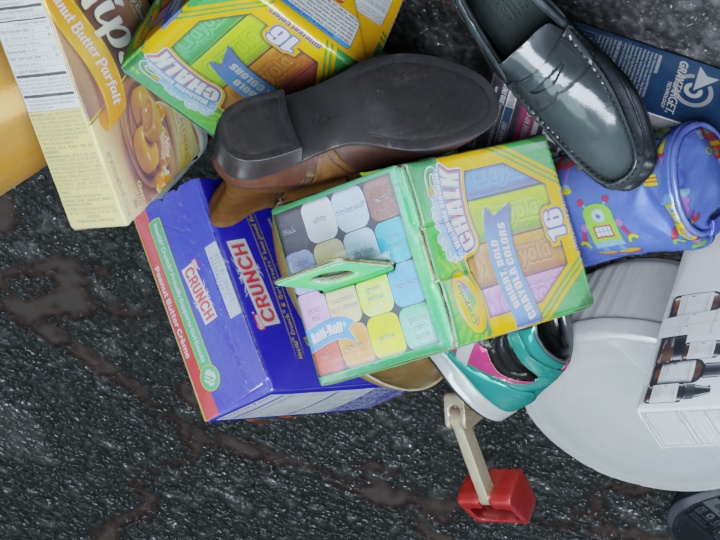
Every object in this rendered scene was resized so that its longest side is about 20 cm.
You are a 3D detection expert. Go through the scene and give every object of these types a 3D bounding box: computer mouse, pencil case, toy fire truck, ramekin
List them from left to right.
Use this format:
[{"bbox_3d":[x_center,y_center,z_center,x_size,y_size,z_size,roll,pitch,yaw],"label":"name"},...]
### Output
[{"bbox_3d":[0.096,0.093,1.827,0.049,0.141,0.200,-1,140,30],"label":"toy fire truck"},{"bbox_3d":[0.161,-0.040,1.558,0.200,0.078,0.087,-15,104,44],"label":"pencil case"},{"bbox_3d":[0.231,0.076,1.771,0.202,0.094,0.203,15,145,11],"label":"ramekin"},{"bbox_3d":[0.343,0.179,1.893,0.200,0.053,0.138,-24,127,33],"label":"computer mouse"}]

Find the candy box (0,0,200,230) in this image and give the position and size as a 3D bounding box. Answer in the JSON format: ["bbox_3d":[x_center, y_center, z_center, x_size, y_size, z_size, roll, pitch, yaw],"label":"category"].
[{"bbox_3d":[-0.190,-0.144,1.637,0.055,0.115,0.200,-4,118,29],"label":"candy box"}]

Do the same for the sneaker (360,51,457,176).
[{"bbox_3d":[0.045,-0.087,1.664,0.083,0.074,0.200,-31,139,18],"label":"sneaker"}]

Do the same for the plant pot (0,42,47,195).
[{"bbox_3d":[-0.295,-0.132,1.716,0.183,0.201,0.200,-17,131,23],"label":"plant pot"}]

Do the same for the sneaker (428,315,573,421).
[{"bbox_3d":[0.084,0.019,1.666,0.121,0.084,0.200,-31,118,34],"label":"sneaker"}]

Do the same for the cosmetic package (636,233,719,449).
[{"bbox_3d":[0.258,0.028,1.597,0.082,0.200,0.051,-5,138,33],"label":"cosmetic package"}]

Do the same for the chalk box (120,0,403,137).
[{"bbox_3d":[-0.073,-0.168,1.583,0.125,0.124,0.200,34,144,-16],"label":"chalk box"}]

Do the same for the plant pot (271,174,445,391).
[{"bbox_3d":[0.000,0.000,1.702,0.027,0.200,0.200,-29,122,34],"label":"plant pot"}]

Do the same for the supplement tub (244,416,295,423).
[{"bbox_3d":[-0.027,0.058,1.879,0.200,0.107,0.107,-19,129,44],"label":"supplement tub"}]

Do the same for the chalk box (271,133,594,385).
[{"bbox_3d":[0.034,-0.003,1.489,0.124,0.200,0.124,-17,89,43],"label":"chalk box"}]

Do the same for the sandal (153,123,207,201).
[{"bbox_3d":[-0.188,-0.073,1.833,0.079,0.059,0.207,31,145,-13],"label":"sandal"}]

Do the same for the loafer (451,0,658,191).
[{"bbox_3d":[0.117,-0.134,1.488,0.068,0.070,0.201,-42,73,29],"label":"loafer"}]

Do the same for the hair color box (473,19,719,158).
[{"bbox_3d":[0.186,-0.102,1.585,0.199,0.061,0.100,19,146,4],"label":"hair color box"}]

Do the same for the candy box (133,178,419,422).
[{"bbox_3d":[-0.055,0.020,1.708,0.077,0.170,0.200,-29,163,33],"label":"candy box"}]

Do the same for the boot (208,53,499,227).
[{"bbox_3d":[-0.008,-0.073,1.540,0.188,0.069,0.200,-17,168,-7],"label":"boot"}]
